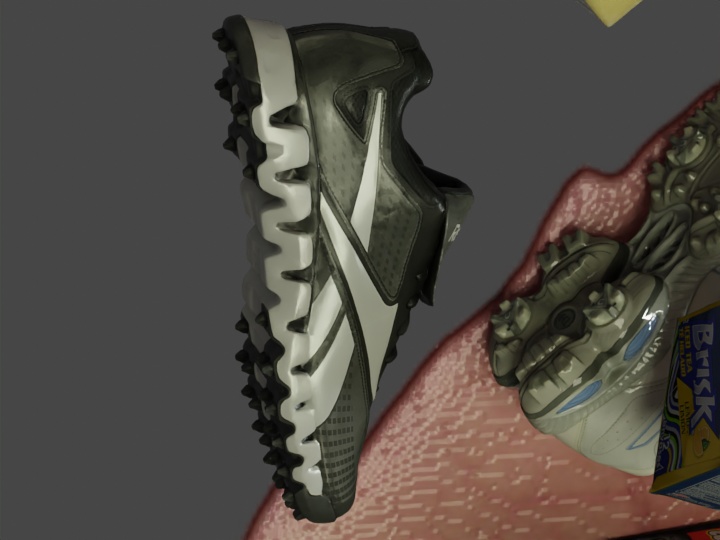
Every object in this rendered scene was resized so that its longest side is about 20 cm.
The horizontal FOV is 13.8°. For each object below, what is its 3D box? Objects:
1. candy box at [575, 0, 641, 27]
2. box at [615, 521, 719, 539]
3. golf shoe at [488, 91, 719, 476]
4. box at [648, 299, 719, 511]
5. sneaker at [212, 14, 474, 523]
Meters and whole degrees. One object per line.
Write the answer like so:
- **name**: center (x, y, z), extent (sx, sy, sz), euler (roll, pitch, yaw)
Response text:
- **candy box**: center (0.069, -0.198, 1.026), extent (0.115, 0.055, 0.200), euler (-39, 118, 1)
- **box**: center (0.124, 0.162, 1.118), extent (0.136, 0.200, 0.040), euler (-8, 114, -15)
- **golf shoe**: center (0.146, -0.002, 1.132), extent (0.200, 0.078, 0.097), euler (-39, 125, 12)
- **box**: center (0.210, 0.069, 1.082), extent (0.199, 0.064, 0.070), euler (17, 72, -19)
- **sneaker**: center (0.000, 0.000, 1.084), extent (0.090, 0.067, 0.201), euler (-9, 113, -11)
